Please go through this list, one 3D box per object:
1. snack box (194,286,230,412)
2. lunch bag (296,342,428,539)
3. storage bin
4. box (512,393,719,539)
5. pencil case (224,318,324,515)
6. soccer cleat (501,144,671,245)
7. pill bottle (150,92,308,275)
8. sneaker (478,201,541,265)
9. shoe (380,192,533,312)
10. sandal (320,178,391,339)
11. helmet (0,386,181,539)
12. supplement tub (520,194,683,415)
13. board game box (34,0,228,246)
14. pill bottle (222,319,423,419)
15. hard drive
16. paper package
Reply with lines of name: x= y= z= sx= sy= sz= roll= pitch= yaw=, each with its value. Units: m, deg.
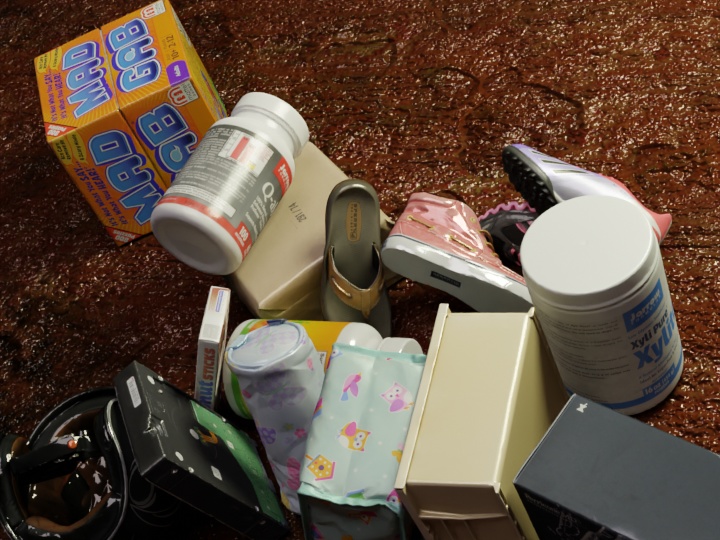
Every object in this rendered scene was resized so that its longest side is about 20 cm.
snack box: x=-0.163 y=0.107 z=1.394 sx=0.024 sy=0.200 sz=0.072 roll=9 pitch=50 yaw=-3
lunch bag: x=0.015 y=0.193 z=1.234 sx=0.122 sy=0.200 sz=0.170 roll=7 pitch=55 yaw=12
storage bin: x=0.125 y=0.169 z=1.200 sx=0.094 sy=0.199 sz=0.200 roll=-3 pitch=49 yaw=23
box: x=0.255 y=0.226 z=1.102 sx=0.200 sy=0.182 sz=0.104 roll=21 pitch=61 yaw=37
pencil case: x=-0.069 y=0.151 z=1.301 sx=0.091 sy=0.200 sz=0.083 roll=-10 pitch=27 yaw=21
soccer cleat: x=0.239 y=-0.081 z=1.385 sx=0.073 sy=0.068 sz=0.200 roll=-42 pitch=64 yaw=-17
pill bottle: x=-0.145 y=-0.103 z=1.486 sx=0.116 sy=0.116 sz=0.200 roll=10 pitch=57 yaw=31
sneaker: x=0.211 y=-0.022 z=1.435 sx=0.200 sy=0.079 sz=0.095 roll=-3 pitch=60 yaw=23
shoe: x=0.128 y=-0.015 z=1.415 sx=0.200 sy=0.071 sz=0.091 roll=24 pitch=60 yaw=5
sandal: x=0.000 y=0.000 z=1.425 sx=0.082 sy=0.200 sz=0.055 roll=-2 pitch=9 yaw=-15
helmet: x=-0.277 y=0.220 z=1.344 sx=0.200 sy=0.191 sz=0.200 roll=-1 pitch=83 yaw=10
supplement tub: x=0.240 y=0.039 z=1.266 sx=0.132 sy=0.200 sz=0.132 roll=-12 pitch=46 yaw=13
board game box: x=-0.291 y=-0.198 z=1.723 sx=0.200 sy=0.200 sz=0.200 roll=-24 pitch=44 yaw=2
pill bottle: x=-0.037 y=0.110 z=1.389 sx=0.200 sy=0.111 sz=0.111 roll=1 pitch=51 yaw=25
hard drive: x=-0.162 y=0.189 z=1.313 sx=0.038 sy=0.200 sz=0.140 roll=-40 pitch=44 yaw=11
paper package: x=-0.073 y=-0.030 z=1.540 sx=0.191 sy=0.103 sz=0.200 roll=-34 pitch=46 yaw=-8
